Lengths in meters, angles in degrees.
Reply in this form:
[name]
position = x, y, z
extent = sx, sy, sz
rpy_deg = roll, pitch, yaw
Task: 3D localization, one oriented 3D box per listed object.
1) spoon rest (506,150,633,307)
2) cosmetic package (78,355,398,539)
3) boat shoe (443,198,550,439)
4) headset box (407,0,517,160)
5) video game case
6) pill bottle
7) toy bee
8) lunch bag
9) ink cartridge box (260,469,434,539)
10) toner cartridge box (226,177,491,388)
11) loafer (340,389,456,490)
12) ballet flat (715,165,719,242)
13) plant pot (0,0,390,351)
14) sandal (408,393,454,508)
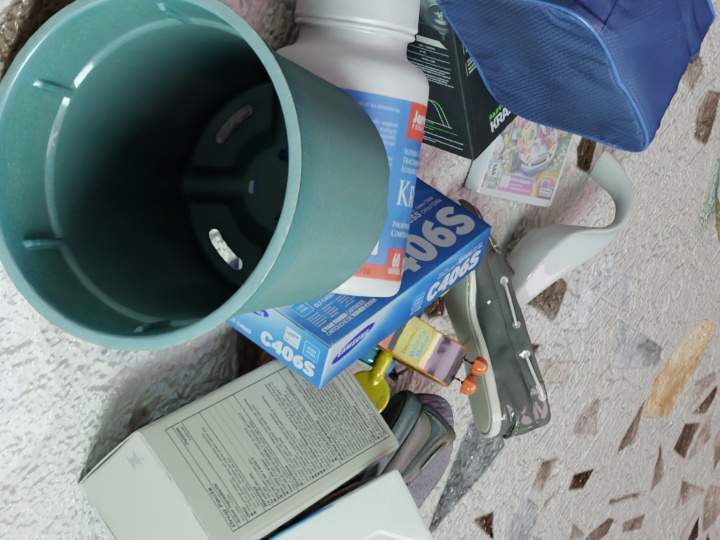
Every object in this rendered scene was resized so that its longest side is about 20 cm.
[spoon rest]
position = 0.188, -0.027, 1.615
extent = 0.200, 0.061, 0.099
rpy_deg = -47, 168, -34
[cosmetic package]
position = -0.081, 0.133, 1.239
extent = 0.200, 0.103, 0.087
rpy_deg = -24, 167, -49
[boat shoe]
position = 0.108, 0.038, 1.457
extent = 0.057, 0.067, 0.200
rpy_deg = -5, 76, -20
[headset box]
position = 0.080, -0.216, 1.296
extent = 0.174, 0.093, 0.200
rpy_deg = -48, 144, -31
[video game case]
position = 0.159, -0.156, 1.537
extent = 0.143, 0.018, 0.200
rpy_deg = 6, 104, -59
[pill bottle]
position = -0.014, -0.088, 1.198
extent = 0.112, 0.112, 0.200
rpy_deg = 3, 96, -59
[toy bee]
position = 0.045, 0.050, 1.400
extent = 0.200, 0.109, 0.131
rpy_deg = -3, 114, -56
[lunch bag]
position = 0.154, -0.182, 1.207
extent = 0.132, 0.136, 0.200
rpy_deg = -60, 148, -14
[ink cartridge box]
position = -0.027, 0.208, 1.316
extent = 0.116, 0.067, 0.200
rpy_deg = -28, 176, -15
[toner cartridge box]
position = 0.000, 0.000, 1.304
extent = 0.200, 0.095, 0.043
rpy_deg = -36, 151, -42
[loafer]
position = 0.007, 0.195, 1.448
extent = 0.063, 0.072, 0.200
rpy_deg = 34, 84, -17
[ballet flat]
position = 0.426, -0.123, 1.960
extent = 0.065, 0.070, 0.200
rpy_deg = 31, 79, -32
[plant pot]
position = -0.085, -0.055, 1.060
extent = 0.196, 0.200, 0.201
rpy_deg = 2, 108, -67
[sandal]
position = 0.016, 0.192, 1.512
extent = 0.076, 0.043, 0.200
rpy_deg = 23, 89, -23
